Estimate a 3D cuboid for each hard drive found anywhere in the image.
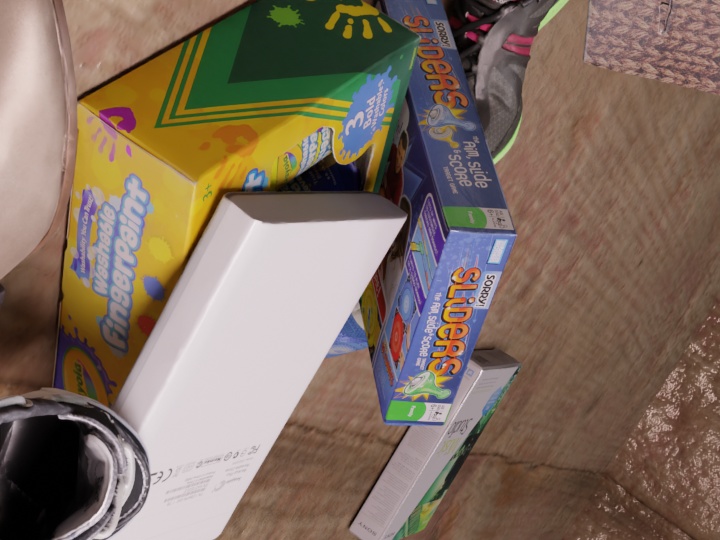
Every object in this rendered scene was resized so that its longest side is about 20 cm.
[{"bbox_3d":[-0.064,0.053,0.707,0.132,0.027,0.200,-6,131,-60],"label":"hard drive"}]

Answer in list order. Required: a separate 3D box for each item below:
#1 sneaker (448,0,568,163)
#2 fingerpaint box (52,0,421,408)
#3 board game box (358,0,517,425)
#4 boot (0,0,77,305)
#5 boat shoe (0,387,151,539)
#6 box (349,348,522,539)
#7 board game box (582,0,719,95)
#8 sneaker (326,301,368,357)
[{"bbox_3d":[0.073,-0.144,0.890,0.200,0.077,0.084,-66,157,-10],"label":"sneaker"},{"bbox_3d":[-0.063,-0.020,0.742,0.167,0.073,0.200,-38,154,-42],"label":"fingerpaint box"},{"bbox_3d":[0.026,-0.038,0.794,0.200,0.034,0.136,-101,-160,-44],"label":"board game box"},{"bbox_3d":[-0.174,-0.004,0.503,0.146,0.070,0.200,-32,149,-47],"label":"boot"},{"bbox_3d":[-0.115,0.075,0.553,0.200,0.068,0.072,37,63,-67],"label":"boat shoe"},{"bbox_3d":[0.075,0.167,1.456,0.200,0.036,0.144,-59,161,10],"label":"box"},{"bbox_3d":[0.213,-0.240,0.936,0.160,0.097,0.200,82,26,-63],"label":"board game box"},{"bbox_3d":[0.000,0.000,0.953,0.089,0.079,0.200,-24,-172,22],"label":"sneaker"}]
